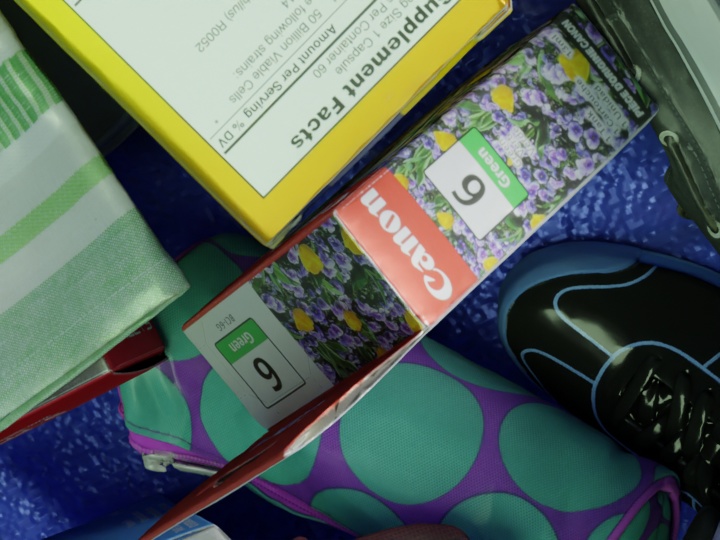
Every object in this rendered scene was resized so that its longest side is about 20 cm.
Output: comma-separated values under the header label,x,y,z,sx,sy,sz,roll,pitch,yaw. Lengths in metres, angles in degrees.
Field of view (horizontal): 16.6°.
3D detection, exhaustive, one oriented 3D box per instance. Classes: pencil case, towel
label,x,y,z,sx,sy,sz,roll,pitch,yaw
pencil case,0.011,0.067,0.870,0.200,0.085,0.093,27,77,22
towel,-0.169,-0.034,0.820,0.152,0.023,0.200,-36,85,21

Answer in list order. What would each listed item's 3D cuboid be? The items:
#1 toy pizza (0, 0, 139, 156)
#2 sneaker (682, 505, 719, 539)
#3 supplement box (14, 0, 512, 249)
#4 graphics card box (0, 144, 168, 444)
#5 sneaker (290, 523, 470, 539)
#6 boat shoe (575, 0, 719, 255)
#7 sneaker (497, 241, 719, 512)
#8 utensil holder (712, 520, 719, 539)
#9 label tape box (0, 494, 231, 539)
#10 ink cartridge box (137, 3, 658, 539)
label,x,y,z,sx,sy,sz,roll,pitch,yaw
toy pizza,-0.151,-0.123,0.887,0.199,0.032,0.201,5,112,12
sneaker,0.149,0.162,0.867,0.090,0.076,0.200,17,152,21
supplement box,-0.058,-0.122,0.789,0.109,0.110,0.200,-44,96,11
graphics card box,-0.167,-0.031,0.859,0.125,0.051,0.201,-26,88,22
sneaker,0.042,0.153,0.797,0.200,0.076,0.116,30,106,-11
boat shoe,0.130,-0.044,0.841,0.056,0.069,0.201,-16,107,38
sneaker,0.136,0.057,0.867,0.199,0.078,0.070,26,115,2
utensil holder,0.200,0.066,0.729,0.169,0.200,0.170,21,148,14
label tape box,-0.061,0.131,0.903,0.063,0.144,0.200,-45,98,-9
ink cartridge box,0.000,0.000,0.793,0.050,0.200,0.109,51,143,-3
